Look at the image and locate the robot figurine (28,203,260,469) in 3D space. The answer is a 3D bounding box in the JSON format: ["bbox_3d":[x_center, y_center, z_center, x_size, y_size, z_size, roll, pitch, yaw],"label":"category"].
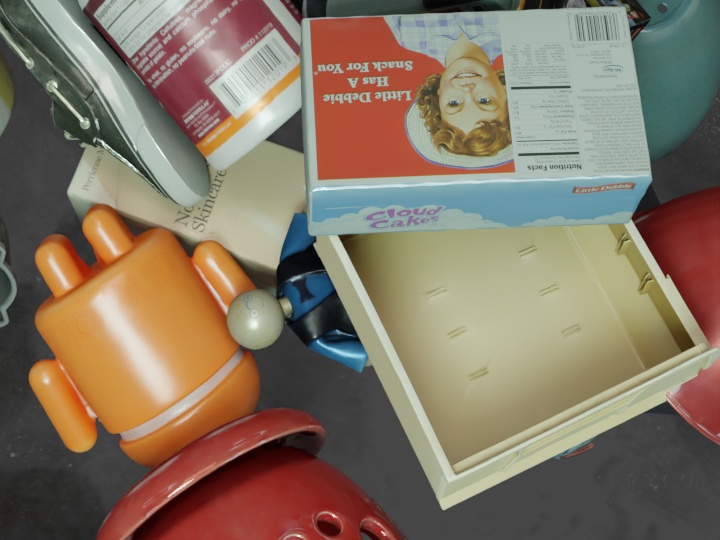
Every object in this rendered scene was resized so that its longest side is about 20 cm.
[{"bbox_3d":[-0.147,0.053,0.958,0.144,0.116,0.201,-43,105,-41],"label":"robot figurine"}]

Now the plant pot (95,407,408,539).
[{"bbox_3d":[-0.066,0.206,0.895,0.199,0.201,0.183,-33,73,-10],"label":"plant pot"}]

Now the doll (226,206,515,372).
[{"bbox_3d":[0.000,0.000,0.947,0.198,0.049,0.138,-25,70,-11],"label":"doll"}]

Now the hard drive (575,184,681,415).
[{"bbox_3d":[0.184,0.011,0.991,0.133,0.042,0.202,7,55,-36],"label":"hard drive"}]

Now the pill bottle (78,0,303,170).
[{"bbox_3d":[-0.117,-0.178,0.928,0.114,0.114,0.201,-41,100,-12],"label":"pill bottle"}]

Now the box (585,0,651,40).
[{"bbox_3d":[0.099,-0.159,1.002,0.037,0.200,0.137,-24,71,-45],"label":"box"}]

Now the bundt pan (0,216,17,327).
[{"bbox_3d":[-0.334,-0.022,0.953,0.198,0.203,0.077,-3,51,-3],"label":"bundt pan"}]

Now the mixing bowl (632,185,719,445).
[{"bbox_3d":[0.278,0.014,0.954,0.198,0.108,0.202,21,47,-25],"label":"mixing bowl"}]

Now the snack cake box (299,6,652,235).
[{"bbox_3d":[0.064,-0.088,0.823,0.197,0.067,0.117,-2,69,-3],"label":"snack cake box"}]

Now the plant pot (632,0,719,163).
[{"bbox_3d":[0.191,-0.192,1.041,0.197,0.135,0.203,1,75,-2],"label":"plant pot"}]

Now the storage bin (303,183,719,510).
[{"bbox_3d":[0.094,0.012,0.869,0.196,0.094,0.202,-24,70,-11],"label":"storage bin"}]

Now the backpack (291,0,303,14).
[{"bbox_3d":[-0.099,-0.256,1.041,0.199,0.163,0.154,39,91,15],"label":"backpack"}]

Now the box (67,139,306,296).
[{"bbox_3d":[-0.104,-0.051,1.021,0.197,0.078,0.096,18,75,2],"label":"box"}]

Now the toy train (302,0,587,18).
[{"bbox_3d":[0.052,-0.172,0.924,0.198,0.114,0.086,1,64,42],"label":"toy train"}]

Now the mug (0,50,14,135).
[{"bbox_3d":[-0.306,-0.153,0.990,0.185,0.153,0.151,-28,65,-1],"label":"mug"}]

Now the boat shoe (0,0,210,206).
[{"bbox_3d":[-0.180,-0.121,0.958,0.063,0.071,0.201,-34,95,19],"label":"boat shoe"}]

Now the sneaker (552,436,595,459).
[{"bbox_3d":[0.099,0.054,1.001,0.200,0.079,0.096,42,79,9],"label":"sneaker"}]
